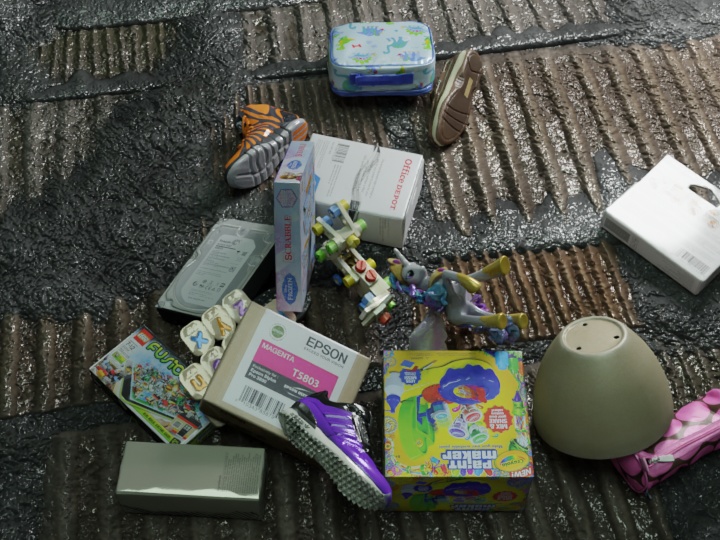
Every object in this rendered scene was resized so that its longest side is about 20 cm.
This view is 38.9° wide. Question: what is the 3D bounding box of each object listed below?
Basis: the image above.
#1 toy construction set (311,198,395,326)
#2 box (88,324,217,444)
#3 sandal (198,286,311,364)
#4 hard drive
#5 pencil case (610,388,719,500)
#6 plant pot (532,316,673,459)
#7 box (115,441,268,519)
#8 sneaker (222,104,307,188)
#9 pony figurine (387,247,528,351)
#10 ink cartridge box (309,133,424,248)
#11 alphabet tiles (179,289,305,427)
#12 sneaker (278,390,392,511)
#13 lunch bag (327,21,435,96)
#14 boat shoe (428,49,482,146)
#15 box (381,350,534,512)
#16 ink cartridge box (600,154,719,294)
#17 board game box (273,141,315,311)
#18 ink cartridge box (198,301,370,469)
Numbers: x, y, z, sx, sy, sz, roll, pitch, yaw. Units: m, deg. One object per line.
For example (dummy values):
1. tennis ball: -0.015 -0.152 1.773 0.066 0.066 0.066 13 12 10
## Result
1. toy construction set: 0.000 0.000 1.571 0.091 0.131 0.201 -22 69 -19
2. box: -0.296 0.179 1.510 0.199 0.035 0.110 37 62 23
3. sandal: -0.161 0.094 1.570 0.200 0.048 0.075 -37 63 -11
4. hard drive: -0.216 0.004 1.608 0.138 0.038 0.201 11 52 32
5. pencil case: 0.453 0.238 1.433 0.198 0.094 0.091 -26 72 -17
6. plant pot: 0.333 0.145 1.429 0.198 0.136 0.201 -10 29 6
7. box: -0.229 0.290 1.409 0.197 0.069 0.083 3 54 3
8. sneaker: -0.192 -0.220 1.782 0.111 0.078 0.200 29 48 24
9. pony figurine: 0.140 0.053 1.490 0.198 0.194 0.167 6 42 41
10. ink cartridge box: -0.005 -0.133 1.704 0.198 0.085 0.146 12 56 10
11. alphabet tiles: -0.164 0.133 1.500 0.199 0.015 0.196 -38 83 -24
12. sneaker: -0.013 0.224 1.345 0.099 0.070 0.200 -31 53 -29
13. lunch bag: 0.037 -0.386 1.875 0.197 0.083 0.162 -3 42 -1
14. boat shoe: 0.159 -0.308 1.852 0.074 0.075 0.204 -2 53 43
15. box: 0.129 0.225 1.425 0.197 0.123 0.194 0 55 0
16. ink cartridge box: 0.531 -0.079 1.691 0.176 0.045 0.200 -38 63 -23
17. board game box: -0.097 -0.071 1.545 0.041 0.202 0.200 2 23 3
18. ink cartridge box: -0.107 0.163 1.454 0.198 0.075 0.166 25 66 -3
